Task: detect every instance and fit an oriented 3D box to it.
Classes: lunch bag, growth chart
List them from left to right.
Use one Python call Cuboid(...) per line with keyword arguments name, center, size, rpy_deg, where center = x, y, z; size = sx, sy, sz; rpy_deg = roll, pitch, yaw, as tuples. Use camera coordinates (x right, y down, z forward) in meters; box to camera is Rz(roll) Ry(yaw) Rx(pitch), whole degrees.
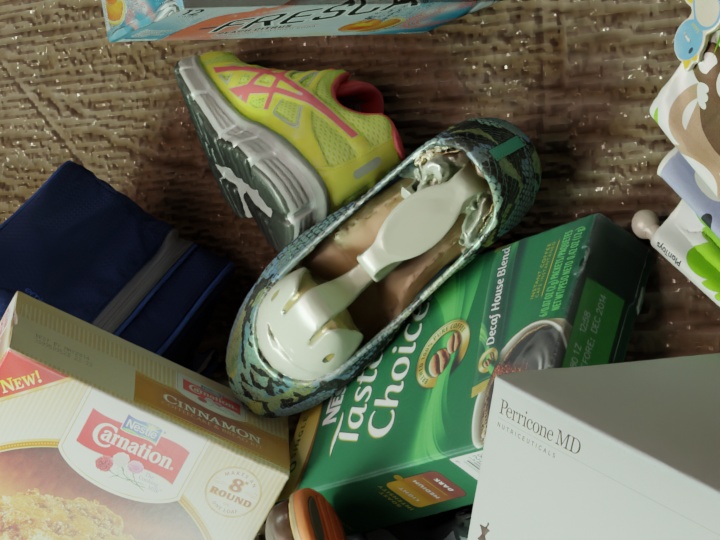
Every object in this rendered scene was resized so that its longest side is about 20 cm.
Cuboid(name="lunch bag", center=(-0.152, 0.046, 1.603), size=(0.132, 0.200, 0.136), rpy_deg=(34, 126, 3))
Cuboid(name="growth chart", center=(0.181, -0.073, 1.315), size=(0.145, 0.018, 0.201), rpy_deg=(39, 121, 43))

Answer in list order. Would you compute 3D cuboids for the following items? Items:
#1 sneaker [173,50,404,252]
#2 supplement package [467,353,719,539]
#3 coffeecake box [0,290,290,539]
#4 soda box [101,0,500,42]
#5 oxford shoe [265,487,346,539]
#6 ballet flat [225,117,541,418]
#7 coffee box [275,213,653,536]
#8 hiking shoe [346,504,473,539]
Cuboid(name="sneaker", center=(-0.033, -0.071, 1.539), size=(0.200, 0.090, 0.078), rpy_deg=(48, 163, 60))
Cuboid(name="supplement package", center=(0.165, 0.120, 1.240), size=(0.200, 0.155, 0.111), rpy_deg=(25, 112, 47))
Cuboid(name="coffeecake box", center=(-0.146, 0.135, 1.483), size=(0.200, 0.153, 0.073), rpy_deg=(-61, 13, 19))
Cuboid(name="soda box", center=(-0.030, -0.149, 1.420), size=(0.063, 0.199, 0.069), rpy_deg=(-18, 81, 50))
Cuboid(name="oxford shoe", center=(-0.034, 0.171, 1.452), size=(0.200, 0.073, 0.072), rpy_deg=(81, 176, -57))
Cuboid(name="ballet flat", center=(0.000, 0.000, 1.422), size=(0.200, 0.074, 0.074), rpy_deg=(-45, 57, 19))
Cuboid(name="coffee box", center=(0.046, 0.054, 1.424), size=(0.200, 0.044, 0.123), rpy_deg=(-19, 45, 50))
Cuboid(name="hiking shoe", center=(0.069, 0.151, 1.439), size=(0.200, 0.074, 0.087), rpy_deg=(-6, 99, 59))
